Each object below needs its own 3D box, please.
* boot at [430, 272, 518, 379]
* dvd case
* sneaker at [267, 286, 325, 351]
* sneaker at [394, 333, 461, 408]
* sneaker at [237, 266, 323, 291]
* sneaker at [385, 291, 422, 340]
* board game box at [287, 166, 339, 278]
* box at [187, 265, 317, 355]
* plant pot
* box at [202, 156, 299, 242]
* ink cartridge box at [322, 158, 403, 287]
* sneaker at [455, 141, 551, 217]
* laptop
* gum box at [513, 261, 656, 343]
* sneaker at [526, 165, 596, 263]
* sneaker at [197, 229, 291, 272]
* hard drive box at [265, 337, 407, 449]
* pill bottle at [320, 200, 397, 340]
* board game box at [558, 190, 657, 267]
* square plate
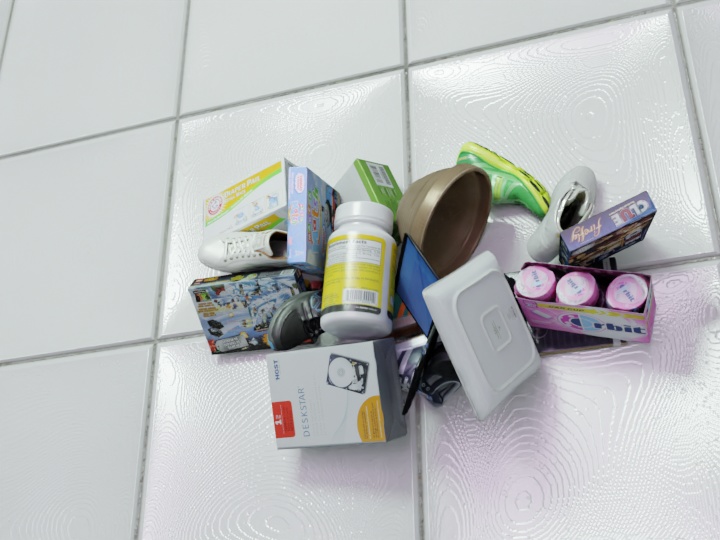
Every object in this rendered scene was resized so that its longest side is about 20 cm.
[{"bbox_3d":[0.174,0.078,1.444,0.076,0.199,0.169,-30,60,44],"label":"boot"},{"bbox_3d":[0.313,0.061,1.513,0.199,0.016,0.149,-9,61,17],"label":"dvd case"},{"bbox_3d":[-0.064,0.068,1.559,0.200,0.073,0.082,-36,35,-24],"label":"sneaker"},{"bbox_3d":[0.067,0.175,1.520,0.199,0.070,0.109,-20,58,8],"label":"sneaker"},{"bbox_3d":[-0.158,-0.015,1.683,0.199,0.078,0.083,12,79,4],"label":"sneaker"},{"bbox_3d":[0.095,0.058,1.567,0.199,0.071,0.080,-15,65,16],"label":"sneaker"},{"bbox_3d":[-0.075,-0.073,1.558,0.036,0.200,0.152,-2,83,14],"label":"board game box"},{"bbox_3d":[-0.182,0.070,1.635,0.199,0.137,0.040,-7,25,17],"label":"box"},{"bbox_3d":[0.123,-0.088,1.553,0.092,0.201,0.201,26,76,32],"label":"plant pot"},{"bbox_3d":[-0.175,-0.101,1.700,0.199,0.112,0.102,-23,57,30],"label":"box"},{"bbox_3d":[-0.010,-0.075,1.681,0.200,0.076,0.148,-48,51,34],"label":"ink cartridge box"},{"bbox_3d":[0.243,-0.142,1.621,0.200,0.074,0.084,38,109,28],"label":"sneaker"},{"bbox_3d":[0.068,0.081,1.419,0.103,0.177,0.201,22,61,8],"label":"laptop"},{"bbox_3d":[0.336,0.046,1.434,0.199,0.114,0.066,7,68,24],"label":"gum box"},{"bbox_3d":[0.344,-0.108,1.506,0.074,0.116,0.200,33,62,-1],"label":"sneaker"},{"bbox_3d":[-0.181,-0.043,1.608,0.199,0.085,0.073,-2,69,3],"label":"sneaker"},{"bbox_3d":[-0.039,0.195,1.498,0.199,0.077,0.157,-10,86,29],"label":"hard drive box"},{"bbox_3d":[0.000,0.000,1.505,0.114,0.114,0.201,-3,68,20],"label":"pill bottle"},{"bbox_3d":[0.364,-0.051,1.422,0.135,0.200,0.035,-27,76,6],"label":"board game box"},{"bbox_3d":[0.186,0.086,1.372,0.028,0.198,0.201,-21,95,41],"label":"square plate"}]
